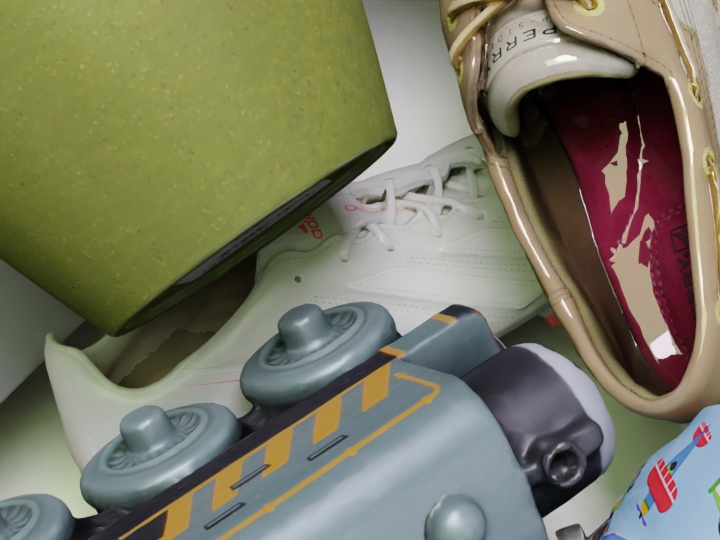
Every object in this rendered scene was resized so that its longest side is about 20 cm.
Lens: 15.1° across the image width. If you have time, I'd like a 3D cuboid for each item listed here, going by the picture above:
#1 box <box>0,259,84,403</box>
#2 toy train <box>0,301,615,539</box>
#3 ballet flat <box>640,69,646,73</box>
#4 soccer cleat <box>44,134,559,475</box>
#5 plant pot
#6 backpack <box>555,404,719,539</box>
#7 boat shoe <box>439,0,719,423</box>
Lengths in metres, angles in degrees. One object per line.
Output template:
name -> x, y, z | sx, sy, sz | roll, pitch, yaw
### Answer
box -> -0.163, 0.018, 0.816 | 0.200, 0.048, 0.122 | -45, 46, -8
toy train -> -0.027, 0.077, 0.697 | 0.200, 0.114, 0.085 | -31, 110, -21
ballet flat -> 0.100, -0.034, 0.759 | 0.200, 0.069, 0.070 | 19, 74, 32
soccer cleat -> 0.000, 0.000, 0.793 | 0.200, 0.078, 0.069 | -35, 30, -16
plant pot -> -0.083, -0.091, 0.716 | 0.187, 0.187, 0.200 | -35, 88, -6
backpack -> 0.107, 0.133, 0.689 | 0.134, 0.200, 0.183 | -34, 72, -5
boat shoe -> 0.060, -0.054, 0.709 | 0.074, 0.066, 0.201 | -30, 82, 31
